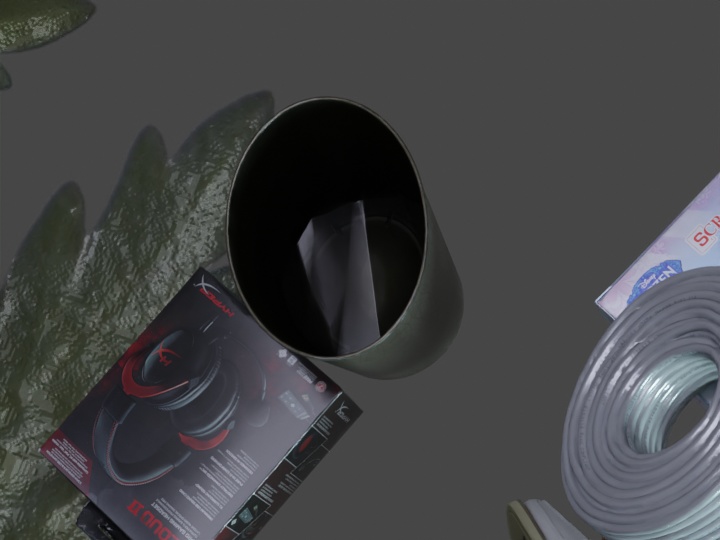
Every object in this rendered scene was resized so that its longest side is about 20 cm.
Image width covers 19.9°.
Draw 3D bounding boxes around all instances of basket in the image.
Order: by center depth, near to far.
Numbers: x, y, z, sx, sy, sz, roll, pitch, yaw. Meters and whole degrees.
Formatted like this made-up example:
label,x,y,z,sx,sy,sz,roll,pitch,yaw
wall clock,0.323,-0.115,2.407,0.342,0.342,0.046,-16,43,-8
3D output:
label,x,y,z,sx,sy,sz,roll,pitch,yaw
basket,0.000,0.000,1.421,0.135,0.200,0.181,-11,71,10

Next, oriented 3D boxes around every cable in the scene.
label,x,y,z,sx,sy,sz,roll,pitch,yaw
cable,0.216,0.094,1.321,0.200,0.069,0.200,-55,28,0

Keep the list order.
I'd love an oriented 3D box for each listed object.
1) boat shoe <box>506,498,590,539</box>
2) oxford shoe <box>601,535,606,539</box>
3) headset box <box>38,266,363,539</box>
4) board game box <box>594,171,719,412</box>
label,x,y,z,sx,sy,sz,roll,pitch,yaw
boat shoe,0.165,0.223,1.370,0.068,0.075,0.200,-21,46,-13
oxford shoe,0.235,0.147,1.368,0.200,0.071,0.072,-37,76,27
headset box,-0.121,0.124,1.479,0.149,0.075,0.200,41,86,20
board game box,0.303,0.020,1.428,0.200,0.041,0.199,-45,70,-2
